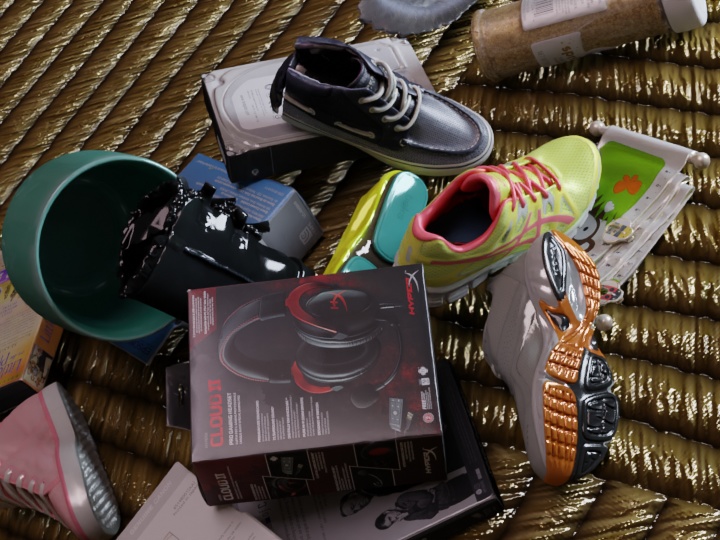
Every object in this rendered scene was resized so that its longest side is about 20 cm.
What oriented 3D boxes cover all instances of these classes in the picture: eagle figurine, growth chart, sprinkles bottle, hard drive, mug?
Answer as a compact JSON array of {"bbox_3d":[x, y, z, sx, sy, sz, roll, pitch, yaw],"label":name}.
[{"bbox_3d":[0.078,-0.322,1.629,0.151,0.152,0.200,43,108,13],"label":"eagle figurine"},{"bbox_3d":[0.188,-0.040,1.353,0.145,0.018,0.200,14,58,41],"label":"growth chart"},{"bbox_3d":[0.199,-0.222,1.483,0.200,0.068,0.068,-13,45,22],"label":"sprinkles bottle"},{"bbox_3d":[-0.035,-0.149,1.532,0.199,0.038,0.140,-11,40,-8],"label":"hard drive"},{"bbox_3d":[-0.206,-0.017,1.402,0.114,0.185,0.152,12,77,57],"label":"mug"}]

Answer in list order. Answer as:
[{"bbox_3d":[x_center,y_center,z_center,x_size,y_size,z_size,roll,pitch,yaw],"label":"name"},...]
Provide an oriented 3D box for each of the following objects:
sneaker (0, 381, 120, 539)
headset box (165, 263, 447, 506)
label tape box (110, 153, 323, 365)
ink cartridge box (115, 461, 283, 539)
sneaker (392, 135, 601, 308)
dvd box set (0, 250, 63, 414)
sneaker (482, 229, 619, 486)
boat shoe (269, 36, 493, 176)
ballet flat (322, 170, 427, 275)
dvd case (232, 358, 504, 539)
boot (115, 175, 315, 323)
[{"bbox_3d":[-0.265,0.176,1.384,0.105,0.075,0.200,-30,33,-4],"label":"sneaker"},{"bbox_3d":[-0.043,0.084,1.236,0.199,0.075,0.149,-6,56,3],"label":"headset box"},{"bbox_3d":[-0.150,0.001,1.494,0.143,0.066,0.200,23,67,44],"label":"label tape box"},{"bbox_3d":[-0.133,0.262,1.218,0.176,0.045,0.200,30,79,45],"label":"ink cartridge box"},{"bbox_3d":[0.112,-0.051,1.303,0.200,0.090,0.078,-36,62,-20],"label":"sneaker"},{"bbox_3d":[-0.322,0.049,1.556,0.146,0.029,0.200,-24,39,34],"label":"dvd box set"},{"bbox_3d":[0.133,0.074,1.250,0.092,0.076,0.200,-35,41,42],"label":"sneaker"},{"bbox_3d":[0.020,-0.139,1.431,0.199,0.093,0.075,14,74,-1],"label":"boat shoe"},{"bbox_3d":[0.000,0.000,1.408,0.067,0.067,0.200,-22,34,45],"label":"ballet flat"},{"bbox_3d":[-0.003,0.163,1.271,0.200,0.025,0.150,-27,41,8],"label":"dvd case"},{"bbox_3d":[-0.126,0.037,1.342,0.073,0.162,0.199,-2,62,46],"label":"boot"}]
